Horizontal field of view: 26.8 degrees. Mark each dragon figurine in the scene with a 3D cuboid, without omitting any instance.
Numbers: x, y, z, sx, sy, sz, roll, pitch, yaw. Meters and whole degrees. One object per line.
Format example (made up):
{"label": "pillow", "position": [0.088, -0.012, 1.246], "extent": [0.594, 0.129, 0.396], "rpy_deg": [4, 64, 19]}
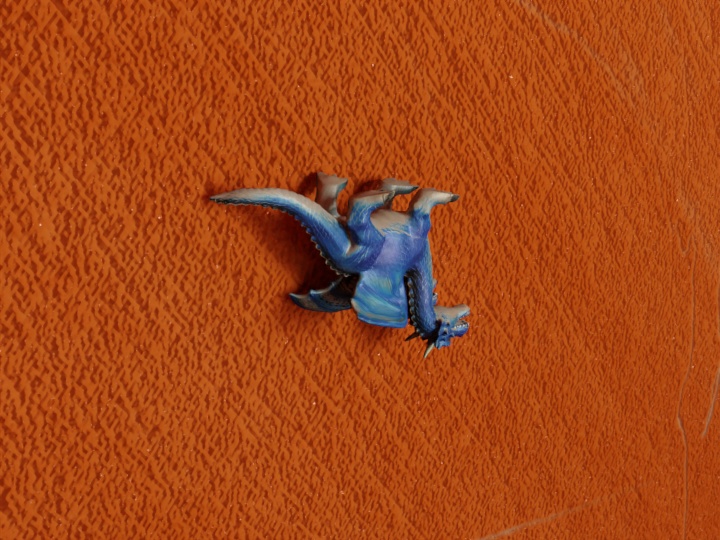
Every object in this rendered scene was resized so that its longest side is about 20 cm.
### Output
{"label": "dragon figurine", "position": [0.000, 0.000, 0.841], "extent": [0.199, 0.059, 0.100], "rpy_deg": [-2, 104, -52]}
